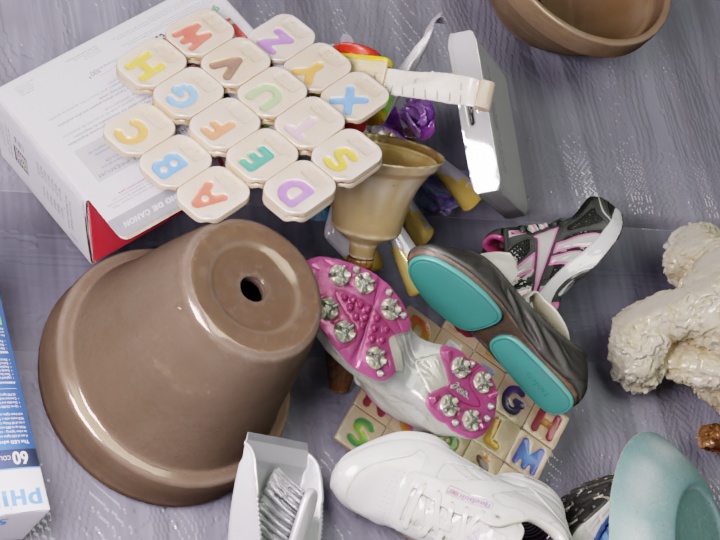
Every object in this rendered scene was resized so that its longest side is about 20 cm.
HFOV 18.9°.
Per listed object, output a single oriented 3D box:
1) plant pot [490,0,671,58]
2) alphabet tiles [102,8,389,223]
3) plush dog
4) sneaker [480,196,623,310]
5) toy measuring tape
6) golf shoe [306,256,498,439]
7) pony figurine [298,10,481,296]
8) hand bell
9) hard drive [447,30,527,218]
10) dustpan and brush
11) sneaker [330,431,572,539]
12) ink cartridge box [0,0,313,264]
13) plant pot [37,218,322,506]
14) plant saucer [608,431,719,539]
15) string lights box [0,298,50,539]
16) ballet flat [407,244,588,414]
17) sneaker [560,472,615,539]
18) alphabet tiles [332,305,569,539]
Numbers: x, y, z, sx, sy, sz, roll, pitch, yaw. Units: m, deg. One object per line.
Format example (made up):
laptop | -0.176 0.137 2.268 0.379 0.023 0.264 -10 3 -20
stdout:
plant pot | 0.184 -0.273 2.025 0.200 0.093 0.201 16 56 -25
alphabet tiles | -0.082 -0.117 1.594 0.195 0.015 0.200 -36 64 -30
plush dog | 0.334 0.067 1.903 0.200 0.160 0.172 -52 122 -39
sneaker | 0.151 -0.012 1.859 0.086 0.080 0.200 44 48 0
toy measuring tape | 0.024 -0.136 1.668 0.074 0.199 0.074 -22 116 -56
golf shoe | 0.012 0.067 1.667 0.200 0.091 0.075 42 60 -20
pony figurine | 0.009 -0.104 1.791 0.200 0.166 0.193 46 56 -19
hand bell | 0.000 0.000 1.705 0.104 0.201 0.104 8 16 -2
hard drive | 0.108 -0.119 1.822 0.026 0.200 0.132 -10 84 9
dustpan and brush | -0.059 0.226 1.581 0.057 0.140 0.201 12 86 20
sneaker | 0.076 0.181 1.661 0.199 0.075 0.100 15 18 -15
ink cartridge box | -0.148 -0.101 1.646 0.200 0.084 0.176 -30 61 -22
plant pot | -0.114 0.050 1.589 0.200 0.175 0.201 17 54 -25
plant saucer | 0.259 0.227 1.749 0.201 0.039 0.202 28 57 -54
string lights box | -0.294 0.091 1.523 0.102 0.059 0.201 -2 64 -33
ballet flat | 0.113 0.033 1.743 0.200 0.068 0.069 47 50 -24
sneaker | 0.190 0.237 1.750 0.089 0.078 0.200 53 51 -14
alphabet tiles | 0.075 0.127 1.743 0.166 0.006 0.200 35 64 -10
